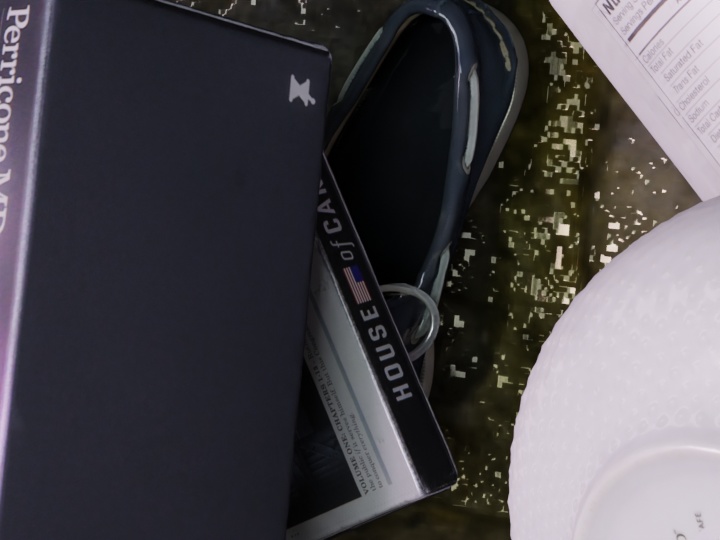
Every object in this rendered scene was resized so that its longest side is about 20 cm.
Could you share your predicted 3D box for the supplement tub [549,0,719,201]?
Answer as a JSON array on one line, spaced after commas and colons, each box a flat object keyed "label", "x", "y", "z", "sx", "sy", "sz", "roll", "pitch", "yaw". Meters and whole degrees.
[{"label": "supplement tub", "x": 0.152, "y": -0.064, "z": 0.779, "sx": 0.132, "sy": 0.132, "sz": 0.200, "roll": -40, "pitch": 77, "yaw": 17}]

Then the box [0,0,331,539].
[{"label": "box", "x": -0.126, "y": 0.020, "z": 0.798, "sx": 0.198, "sy": 0.123, "sz": 0.200, "roll": -1, "pitch": 82, "yaw": 42}]

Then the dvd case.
[{"label": "dvd case", "x": -0.067, "y": 0.035, "z": 0.880, "sx": 0.200, "sy": 0.025, "sz": 0.150, "roll": -28, "pitch": 83, "yaw": 42}]

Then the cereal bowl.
[{"label": "cereal bowl", "x": 0.119, "y": 0.080, "z": 0.716, "sx": 0.200, "sy": 0.083, "sz": 0.200, "roll": 15, "pitch": 114, "yaw": 37}]

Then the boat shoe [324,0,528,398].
[{"label": "boat shoe", "x": 0.000, "y": 0.000, "z": 0.875, "sx": 0.075, "sy": 0.062, "sz": 0.200, "roll": 29, "pitch": 101, "yaw": 18}]
